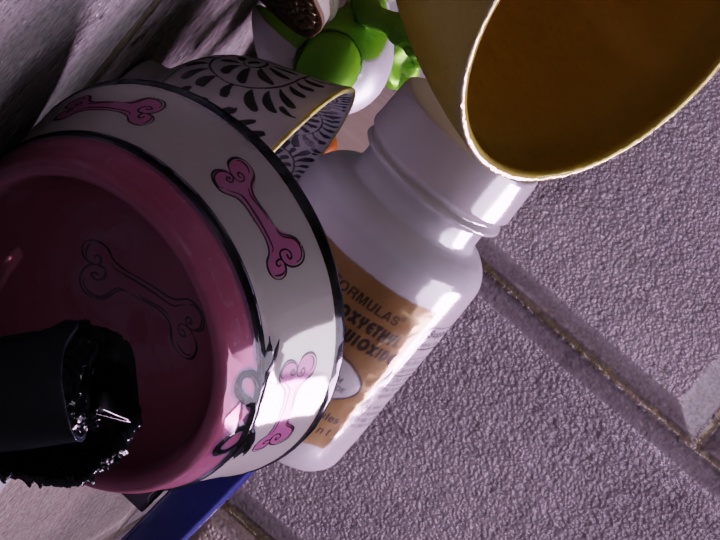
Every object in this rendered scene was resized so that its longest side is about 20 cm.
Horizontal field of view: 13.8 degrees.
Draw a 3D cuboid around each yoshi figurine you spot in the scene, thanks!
[{"bbox_3d":[0.018,-0.128,1.699,0.200,0.112,0.112,-55,139,-20],"label":"yoshi figurine"}]

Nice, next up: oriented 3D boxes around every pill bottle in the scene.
[{"bbox_3d":[0.000,0.000,1.590,0.200,0.114,0.114,-51,175,17],"label":"pill bottle"}]

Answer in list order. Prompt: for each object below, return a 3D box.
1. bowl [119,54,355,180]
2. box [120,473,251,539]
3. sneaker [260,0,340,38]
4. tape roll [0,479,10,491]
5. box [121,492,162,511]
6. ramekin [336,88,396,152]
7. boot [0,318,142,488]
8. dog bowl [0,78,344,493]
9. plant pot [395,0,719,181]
[{"bbox_3d":[-0.102,-0.047,1.541,0.201,0.094,0.201,-49,176,-4],"label":"bowl"},{"bbox_3d":[-0.102,0.140,1.872,0.200,0.032,0.121,-45,179,24],"label":"box"},{"bbox_3d":[-0.012,-0.181,1.460,0.090,0.067,0.200,-44,172,-9],"label":"sneaker"},{"bbox_3d":[-0.251,0.117,1.637,0.200,0.066,0.200,-49,176,-4],"label":"tape roll"},{"bbox_3d":[-0.111,0.028,1.820,0.115,0.132,0.200,-44,174,-49],"label":"box"},{"bbox_3d":[-0.029,-0.066,2.038,0.202,0.094,0.202,-46,176,-4],"label":"ramekin"},{"bbox_3d":[-0.180,0.072,1.352,0.168,0.077,0.200,-7,173,5],"label":"boot"},{"bbox_3d":[-0.109,0.016,1.386,0.074,0.200,0.200,-30,162,-50],"label":"dog bowl"},{"bbox_3d":[0.090,-0.167,1.485,0.200,0.142,0.200,-28,145,-22],"label":"plant pot"}]
